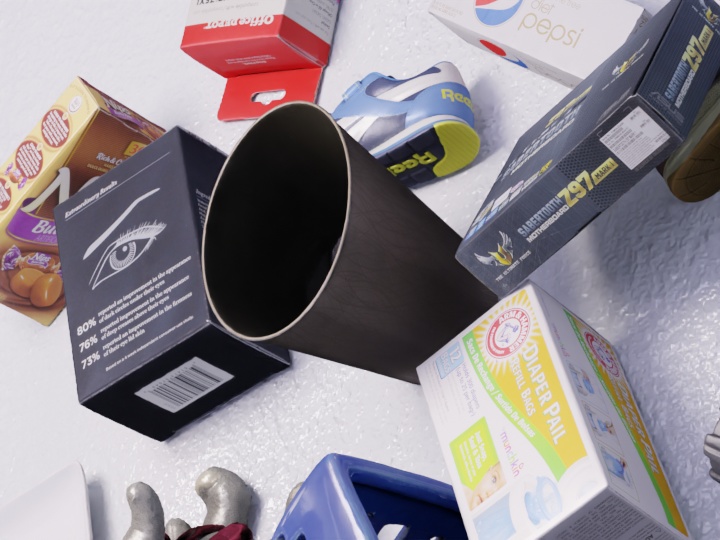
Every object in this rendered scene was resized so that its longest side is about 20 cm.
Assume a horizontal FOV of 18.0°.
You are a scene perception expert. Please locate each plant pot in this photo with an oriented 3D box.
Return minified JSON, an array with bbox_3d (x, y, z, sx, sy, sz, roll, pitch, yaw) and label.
[{"bbox_3d":[0.025,0.266,1.509,0.180,0.199,0.201,-46,47,23],"label":"plant pot"}]

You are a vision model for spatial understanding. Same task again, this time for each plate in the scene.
[{"bbox_3d":[-0.280,0.285,1.866,0.199,0.032,0.201,-32,51,25],"label":"plate"}]

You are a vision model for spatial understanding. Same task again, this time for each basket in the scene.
[{"bbox_3d":[0.000,0.000,1.649,0.135,0.199,0.182,-15,59,35],"label":"basket"}]

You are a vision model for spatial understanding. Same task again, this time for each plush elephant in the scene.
[{"bbox_3d":[-0.141,0.225,1.681,0.164,0.154,0.202,14,83,55],"label":"plush elephant"}]

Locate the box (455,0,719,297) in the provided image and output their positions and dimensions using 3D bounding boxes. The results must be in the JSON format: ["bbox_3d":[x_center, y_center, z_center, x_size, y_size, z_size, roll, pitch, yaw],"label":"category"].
[{"bbox_3d":[0.161,-0.089,1.553,0.200,0.051,0.158,-42,10,40],"label":"box"}]

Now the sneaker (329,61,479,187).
[{"bbox_3d":[0.005,-0.105,1.789,0.199,0.074,0.083,-16,58,26],"label":"sneaker"}]

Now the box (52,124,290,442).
[{"bbox_3d":[-0.155,0.011,1.843,0.147,0.104,0.201,-30,52,26],"label":"box"}]

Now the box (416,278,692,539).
[{"bbox_3d":[0.128,0.123,1.529,0.112,0.101,0.201,-39,40,19],"label":"box"}]

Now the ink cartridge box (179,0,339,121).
[{"bbox_3d":[-0.080,-0.234,1.923,0.115,0.067,0.202,-3,68,39],"label":"ink cartridge box"}]

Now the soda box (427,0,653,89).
[{"bbox_3d":[0.144,-0.184,1.711,0.199,0.064,0.068,30,90,45],"label":"soda box"}]

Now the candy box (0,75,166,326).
[{"bbox_3d":[-0.258,-0.058,1.954,0.200,0.116,0.057,-50,46,11],"label":"candy box"}]

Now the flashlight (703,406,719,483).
[{"bbox_3d":[0.308,0.137,1.416,0.199,0.068,0.068,26,113,43],"label":"flashlight"}]

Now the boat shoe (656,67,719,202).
[{"bbox_3d":[0.270,-0.141,1.577,0.200,0.073,0.065,-49,52,11],"label":"boat shoe"}]
